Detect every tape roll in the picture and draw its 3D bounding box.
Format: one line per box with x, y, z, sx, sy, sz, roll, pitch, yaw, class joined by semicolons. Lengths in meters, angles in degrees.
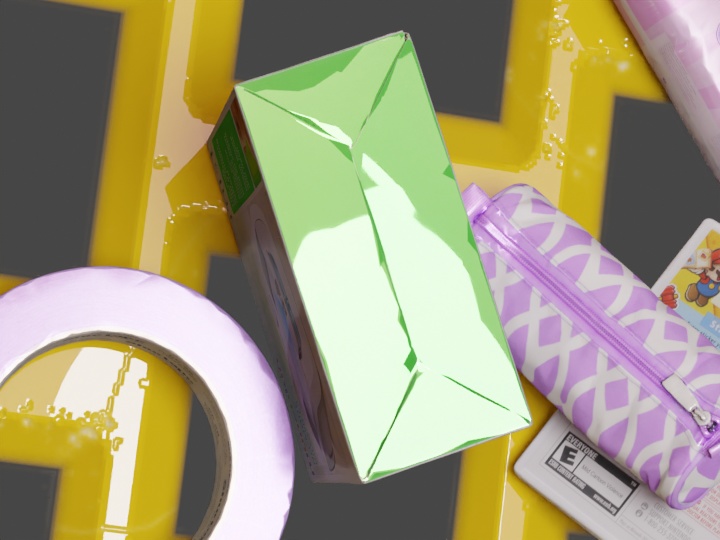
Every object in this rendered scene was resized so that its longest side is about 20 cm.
-0.136;0.101;1.069;0.198;0.066;0.202;1;85;-10;tape roll

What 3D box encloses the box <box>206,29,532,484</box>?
0.000;0.000;1.048;0.096;0.176;0.202;-17;88;-11;box

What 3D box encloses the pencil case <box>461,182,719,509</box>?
0.127;0.039;1.083;0.200;0.085;0.084;42;93;23;pencil case

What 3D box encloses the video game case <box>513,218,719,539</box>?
0.212;0.095;1.102;0.199;0.023;0.182;36;84;28;video game case

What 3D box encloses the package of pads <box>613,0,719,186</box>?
0.237;-0.112;1.158;0.120;0.076;0.201;-30;91;-10;package of pads
